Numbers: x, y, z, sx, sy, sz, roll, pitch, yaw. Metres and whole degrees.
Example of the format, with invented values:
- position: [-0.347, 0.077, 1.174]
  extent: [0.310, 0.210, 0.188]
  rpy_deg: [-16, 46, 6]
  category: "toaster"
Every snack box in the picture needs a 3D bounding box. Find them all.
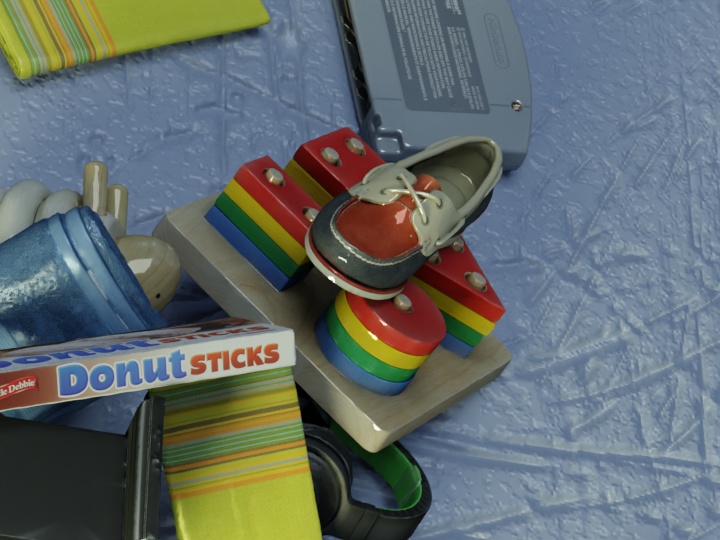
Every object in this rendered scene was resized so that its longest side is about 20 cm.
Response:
- position: [-0.139, 0.052, 1.387]
  extent: [0.199, 0.072, 0.024]
  rpy_deg: [-8, 99, -31]
  category: "snack box"

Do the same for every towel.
- position: [-0.167, -0.188, 1.744]
  extent: [0.199, 0.018, 0.086]
  rpy_deg: [-15, 68, -31]
  category: "towel"
- position: [-0.067, 0.150, 1.477]
  extent: [0.086, 0.018, 0.201]
  rpy_deg: [-11, 99, -6]
  category: "towel"
- position: [-0.216, 0.051, 1.453]
  extent: [0.112, 0.199, 0.049]
  rpy_deg: [58, 7, -23]
  category: "towel"

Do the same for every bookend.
- position: [-0.228, 0.144, 1.382]
  extent: [0.199, 0.199, 0.092]
  rpy_deg: [9, 54, -14]
  category: "bookend"

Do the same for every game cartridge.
- position: [0.053, -0.158, 1.808]
  extent: [0.133, 0.041, 0.201]
  rpy_deg: [0, 57, -17]
  category: "game cartridge"

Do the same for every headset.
- position: [-0.040, 0.100, 1.534]
  extent: [0.199, 0.094, 0.124]
  rpy_deg: [19, 25, -27]
  category: "headset"

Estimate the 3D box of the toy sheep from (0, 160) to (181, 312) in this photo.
- position: [-0.208, 0.005, 1.532]
  extent: [0.199, 0.138, 0.138]
  rpy_deg: [-2, 53, 11]
  category: "toy sheep"

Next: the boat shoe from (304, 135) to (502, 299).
- position: [0.031, -0.038, 1.556]
  extent: [0.071, 0.063, 0.200]
  rpy_deg: [45, 29, 9]
  category: "boat shoe"

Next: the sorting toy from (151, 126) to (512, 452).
- position: [0.000, 0.000, 1.605]
  extent: [0.199, 0.070, 0.200]
  rpy_deg: [44, 27, 11]
  category: "sorting toy"
